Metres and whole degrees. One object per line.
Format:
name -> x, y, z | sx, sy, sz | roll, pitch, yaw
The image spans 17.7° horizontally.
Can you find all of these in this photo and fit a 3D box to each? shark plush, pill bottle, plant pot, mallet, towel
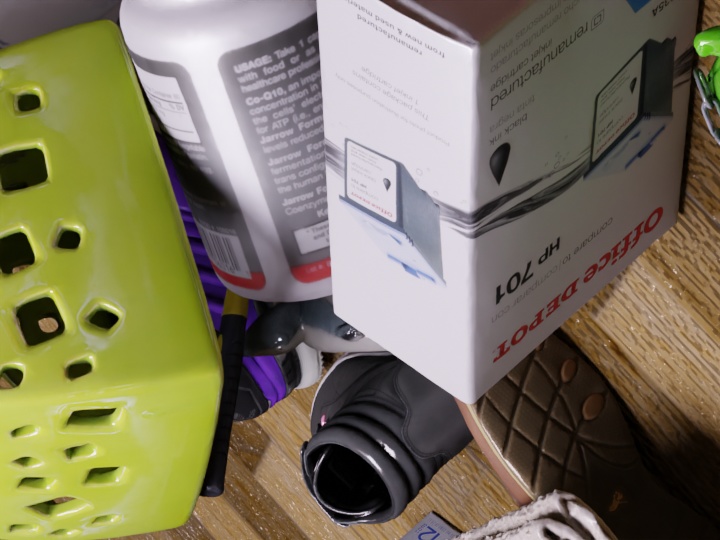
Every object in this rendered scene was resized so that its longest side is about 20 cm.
shark plush -> 0.000, 0.000, 1.189 | 0.200, 0.090, 0.084 | -5, 88, 63
pill bottle -> -0.046, -0.096, 1.093 | 0.114, 0.114, 0.201 | 19, 137, 46
plant pot -> -0.184, 0.022, 1.122 | 0.199, 0.180, 0.201 | 107, 148, -61
mallet -> -0.059, 0.015, 1.195 | 0.041, 0.201, 0.066 | 18, 153, -31
towel -> 0.108, 0.168, 1.119 | 0.133, 0.034, 0.200 | 44, 160, -2

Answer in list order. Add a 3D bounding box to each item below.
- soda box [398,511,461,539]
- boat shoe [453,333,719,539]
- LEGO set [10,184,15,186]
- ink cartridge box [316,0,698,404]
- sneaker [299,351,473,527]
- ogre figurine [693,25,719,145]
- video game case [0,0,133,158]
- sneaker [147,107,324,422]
soda box -> 0.089, 0.225, 1.304 | 0.200, 0.068, 0.064 | 33, 146, 32
boat shoe -> 0.104, 0.108, 1.143 | 0.200, 0.072, 0.068 | 50, 150, -1
LEGO set -> -0.212, -0.108, 1.318 | 0.154, 0.116, 0.200 | 41, -175, -12
ink cartridge box -> 0.061, -0.069, 0.928 | 0.086, 0.146, 0.201 | 32, 146, 30
sneaker -> -0.004, 0.094, 1.261 | 0.071, 0.099, 0.200 | 54, 153, -6
ogre figurine -> 0.193, -0.053, 0.813 | 0.200, 0.098, 0.121 | -27, 81, 47
video game case -> -0.195, -0.173, 1.188 | 0.200, 0.182, 0.022 | 54, -169, -3
sneaker -> -0.111, 0.001, 1.312 | 0.201, 0.099, 0.070 | 55, 152, 3
